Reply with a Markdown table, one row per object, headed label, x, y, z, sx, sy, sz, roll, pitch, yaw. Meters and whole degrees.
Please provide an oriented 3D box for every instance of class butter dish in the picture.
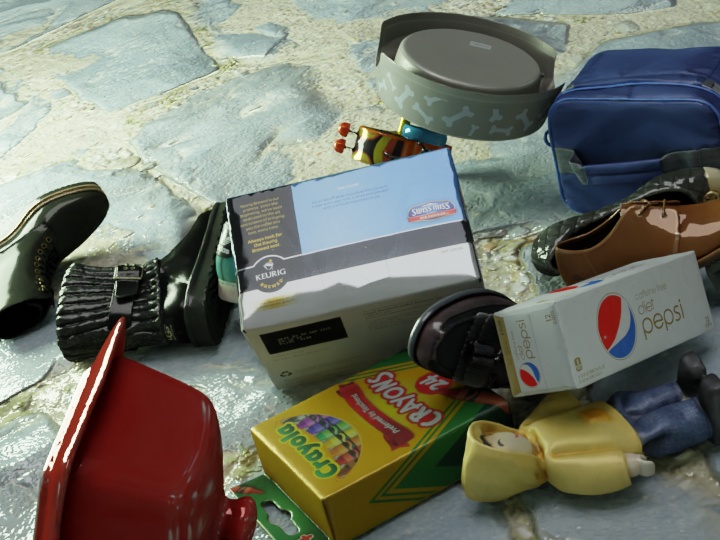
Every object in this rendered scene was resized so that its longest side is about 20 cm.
| label | x | y | z | sx | sy | sz | roll | pitch | yaw |
| --- | --- | --- | --- | --- | --- | --- | --- | --- | --- |
| butter dish | -0.147 | 0.169 | 1.028 | 0.147 | 0.200 | 0.200 | 12 | 30 | -2 |

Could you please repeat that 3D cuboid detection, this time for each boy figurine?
| label | x | y | z | sx | sy | sz | roll | pitch | yaw |
| --- | --- | --- | --- | --- | --- | --- | --- | --- | --- |
| boy figurine | 0.166 | 0.118 | 1.065 | 0.199 | 0.065 | 0.124 | -13 | 30 | -7 |

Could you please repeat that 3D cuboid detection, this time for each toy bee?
| label | x | y | z | sx | sy | sz | roll | pitch | yaw |
| --- | --- | --- | --- | --- | --- | --- | --- | --- | --- |
| toy bee | 0.033 | -0.130 | 1.469 | 0.108 | 0.200 | 0.131 | 18 | 78 | 8 |

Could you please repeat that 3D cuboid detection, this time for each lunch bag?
| label | x | y | z | sx | sy | sz | roll | pitch | yaw |
| --- | --- | --- | --- | --- | --- | --- | --- | --- | --- |
| lunch bag | 0.273 | -0.129 | 1.383 | 0.199 | 0.136 | 0.132 | 1 | 31 | 30 |

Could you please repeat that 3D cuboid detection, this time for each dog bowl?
| label | x | y | z | sx | sy | sz | roll | pitch | yaw |
| --- | --- | --- | --- | --- | --- | --- | --- | --- | --- |
| dog bowl | 0.106 | -0.194 | 1.442 | 0.199 | 0.059 | 0.200 | 9 | 31 | -5 |

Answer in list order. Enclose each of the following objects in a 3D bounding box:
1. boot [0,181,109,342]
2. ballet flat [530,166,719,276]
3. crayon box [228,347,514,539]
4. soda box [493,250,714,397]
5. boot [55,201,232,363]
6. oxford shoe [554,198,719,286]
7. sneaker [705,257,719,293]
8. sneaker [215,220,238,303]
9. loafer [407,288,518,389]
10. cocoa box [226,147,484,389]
| label | x | y | z | sx | sy | sz | roll | pitch | yaw |
| --- | --- | --- | --- | --- | --- | --- | --- | --- | --- |
| boot | -0.325 | -0.004 | 1.501 | 0.200 | 0.078 | 0.138 | -39 | 39 | -16 |
| ballet flat | 0.250 | -0.038 | 1.304 | 0.199 | 0.067 | 0.057 | -23 | 21 | 0 |
| crayon box | 0.004 | 0.137 | 1.115 | 0.200 | 0.051 | 0.127 | -26 | 31 | -21 |
| soda box | 0.191 | 0.039 | 1.115 | 0.064 | 0.068 | 0.200 | -13 | 2 | 44 |
| boot | -0.203 | 0.006 | 1.409 | 0.157 | 0.080 | 0.211 | -7 | 30 | 13 |
| oxford shoe | 0.260 | -0.034 | 1.227 | 0.199 | 0.071 | 0.071 | -24 | 13 | 15 |
| sneaker | 0.358 | 0.019 | 1.161 | 0.099 | 0.078 | 0.200 | -31 | 23 | -16 |
| sneaker | -0.045 | -0.027 | 1.370 | 0.199 | 0.080 | 0.071 | -14 | 24 | -32 |
| loafer | 0.117 | 0.059 | 1.114 | 0.063 | 0.072 | 0.200 | 31 | 15 | 35 |
| cocoa box | 0.000 | 0.000 | 1.228 | 0.199 | 0.133 | 0.132 | -13 | 62 | 3 |
